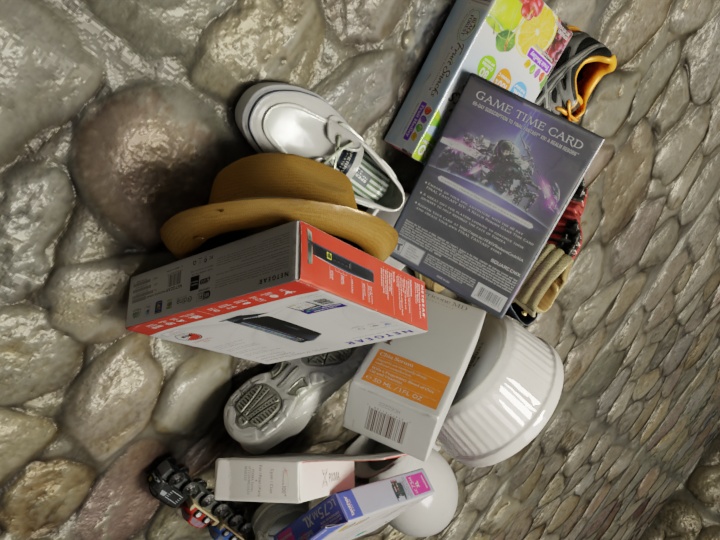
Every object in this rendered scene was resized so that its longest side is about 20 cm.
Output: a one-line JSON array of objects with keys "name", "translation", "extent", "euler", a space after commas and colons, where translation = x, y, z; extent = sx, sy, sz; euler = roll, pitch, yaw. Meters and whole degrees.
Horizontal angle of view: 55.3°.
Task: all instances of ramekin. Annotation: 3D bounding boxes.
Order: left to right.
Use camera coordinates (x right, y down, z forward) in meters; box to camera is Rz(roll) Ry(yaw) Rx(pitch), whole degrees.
[{"name": "ramekin", "translation": [0.156, 0.145, 0.901], "extent": [0.094, 0.202, 0.203], "euler": [42, 85, -19]}]

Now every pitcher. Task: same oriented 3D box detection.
[{"name": "pitcher", "translation": [0.077, 0.273, 0.983], "extent": [0.172, 0.121, 0.200], "euler": [-51, 131, -26]}]

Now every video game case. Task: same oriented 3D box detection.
[{"name": "video game case", "translation": [0.126, -0.072, 0.683], "extent": [0.201, 0.142, 0.019], "euler": [-63, 169, 16]}]

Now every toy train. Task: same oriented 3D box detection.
[{"name": "toy train", "translation": [-0.180, 0.271, 0.783], "extent": [0.046, 0.034, 0.200], "euler": [-40, 138, -10]}]

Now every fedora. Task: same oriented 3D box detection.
[{"name": "fedora", "translation": [-0.068, -0.046, 0.594], "extent": [0.200, 0.200, 0.082], "euler": [25, 58, -49]}]

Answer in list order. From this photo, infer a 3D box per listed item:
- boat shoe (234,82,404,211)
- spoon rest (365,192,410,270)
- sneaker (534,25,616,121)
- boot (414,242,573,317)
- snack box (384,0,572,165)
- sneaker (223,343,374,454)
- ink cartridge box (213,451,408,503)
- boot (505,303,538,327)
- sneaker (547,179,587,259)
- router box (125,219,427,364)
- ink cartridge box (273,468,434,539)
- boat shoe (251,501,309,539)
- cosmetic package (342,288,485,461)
[{"name": "boat shoe", "translation": [-0.024, -0.111, 0.636], "extent": [0.200, 0.067, 0.074], "euler": [19, 103, -49]}, {"name": "spoon rest", "translation": [0.000, 0.000, 0.744], "extent": [0.200, 0.061, 0.099], "euler": [-47, 140, -7]}, {"name": "sneaker", "translation": [0.220, -0.191, 0.807], "extent": [0.078, 0.077, 0.200], "euler": [20, 104, -50]}, {"name": "boot", "translation": [0.147, 0.000, 0.781], "extent": [0.073, 0.155, 0.200], "euler": [-41, 162, -29]}, {"name": "snack box", "translation": [0.128, -0.197, 0.731], "extent": [0.142, 0.053, 0.201], "euler": [16, 107, -47]}, {"name": "sneaker", "translation": [-0.065, 0.130, 0.776], "extent": [0.200, 0.078, 0.100], "euler": [-35, 154, -22]}, {"name": "ink cartridge box", "translation": [-0.036, 0.222, 0.748], "extent": [0.200, 0.175, 0.045], "euler": [40, 48, -70]}, {"name": "boot", "translation": [0.185, -0.012, 0.884], "extent": [0.075, 0.097, 0.200], "euler": [-38, 138, -17]}, {"name": "sneaker", "translation": [0.249, -0.043, 0.901], "extent": [0.098, 0.071, 0.201], "euler": [96, 15, -46]}, {"name": "router box", "translation": [-0.070, 0.030, 0.605], "extent": [0.179, 0.199, 0.049], "euler": [24, 58, -49]}, {"name": "ink cartridge box", "translation": [-0.014, 0.288, 0.804], "extent": [0.119, 0.042, 0.200], "euler": [-43, 154, 29]}, {"name": "boat shoe", "translation": [-0.101, 0.349, 0.866], "extent": [0.074, 0.065, 0.203], "euler": [-3, 132, -30]}, {"name": "cosmetic package", "translation": [0.066, 0.108, 0.785], "extent": [0.200, 0.101, 0.072], "euler": [-53, 158, -52]}]
